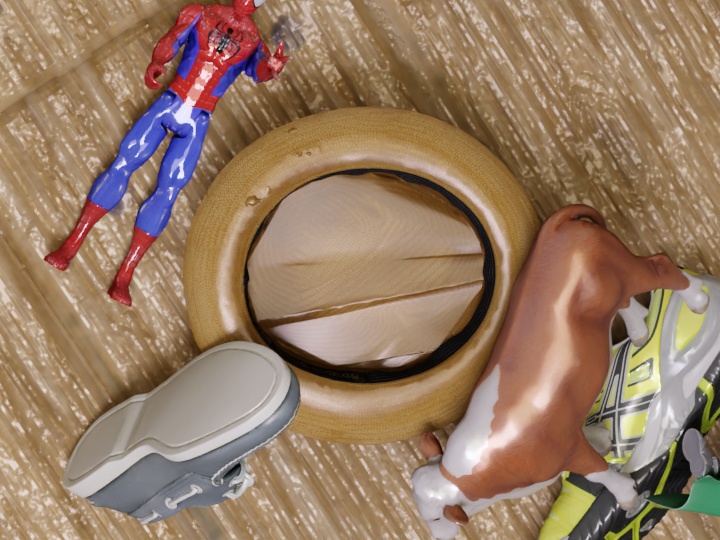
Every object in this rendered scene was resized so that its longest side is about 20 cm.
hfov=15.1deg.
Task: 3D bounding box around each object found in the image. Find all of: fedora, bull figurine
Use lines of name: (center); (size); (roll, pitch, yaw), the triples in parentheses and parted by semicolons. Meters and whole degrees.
fedora: (0.000, 0.000, 1.512); (0.200, 0.082, 0.201); (-1, 96, -6)
bull figurine: (0.105, 0.065, 1.470); (0.121, 0.065, 0.200); (17, 99, -35)

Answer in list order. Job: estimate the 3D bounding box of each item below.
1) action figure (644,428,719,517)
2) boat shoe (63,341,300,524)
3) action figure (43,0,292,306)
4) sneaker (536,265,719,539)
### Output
action figure: (0.273, 0.125, 1.541); (0.200, 0.118, 0.055); (19, 64, -35)
boat shoe: (-0.085, 0.094, 1.475); (0.062, 0.200, 0.073); (37, 53, -23)
action figure: (-0.100, -0.077, 1.490); (0.065, 0.099, 0.200); (29, 90, -8)
sneaker: (0.155, 0.088, 1.553); (0.076, 0.075, 0.200); (37, 96, 24)
